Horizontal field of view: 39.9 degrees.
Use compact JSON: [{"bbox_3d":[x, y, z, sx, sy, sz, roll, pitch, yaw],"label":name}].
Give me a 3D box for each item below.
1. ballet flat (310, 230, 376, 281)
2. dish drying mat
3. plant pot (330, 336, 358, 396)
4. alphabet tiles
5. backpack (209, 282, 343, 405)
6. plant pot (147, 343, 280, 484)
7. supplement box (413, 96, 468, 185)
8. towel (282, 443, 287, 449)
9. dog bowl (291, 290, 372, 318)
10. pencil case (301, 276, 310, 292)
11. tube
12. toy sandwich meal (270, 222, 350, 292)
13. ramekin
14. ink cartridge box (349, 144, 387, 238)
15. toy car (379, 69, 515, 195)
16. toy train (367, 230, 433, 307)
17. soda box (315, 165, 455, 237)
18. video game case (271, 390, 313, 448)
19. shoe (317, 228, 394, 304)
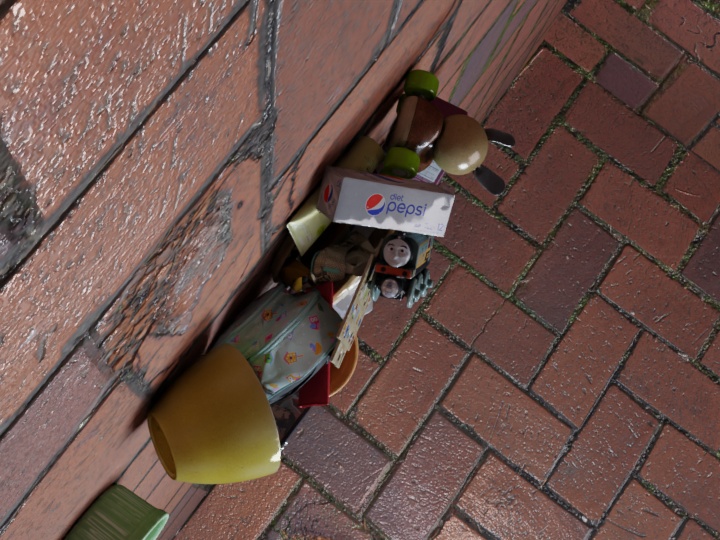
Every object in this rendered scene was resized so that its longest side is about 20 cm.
[{"bbox_3d":[-0.012,-0.016,1.559,0.200,0.074,0.069,-31,133,-69],"label":"ballet flat"},{"bbox_3d":[-0.072,0.123,1.645,0.076,0.018,0.204,-16,-114,51],"label":"dish drying mat"},{"bbox_3d":[-0.116,0.155,2.014,0.201,0.199,0.140,-53,-167,-9],"label":"plant pot"},{"bbox_3d":[-0.001,0.052,1.534,0.167,0.006,0.203,67,46,-79],"label":"alphabet tiles"},{"bbox_3d":[-0.125,0.112,1.554,0.199,0.154,0.176,-25,-166,38],"label":"backpack"},{"bbox_3d":[-0.222,0.226,1.426,0.140,0.202,0.201,-21,161,-26],"label":"plant pot"},{"bbox_3d":[0.111,-0.215,1.861,0.200,0.102,0.132,119,-5,-60],"label":"supplement box"},{"bbox_3d":[-0.247,0.331,1.826,0.197,0.049,0.171,-13,-177,-20],"label":"towel"},{"bbox_3d":[-0.066,0.065,1.837,0.197,0.060,0.200,-13,-175,1],"label":"dog bowl"},{"bbox_3d":[-0.067,-0.008,1.862,0.200,0.077,0.091,-38,150,-77],"label":"pencil case"},{"bbox_3d":[-0.039,-0.115,1.489,0.201,0.058,0.052,-51,-165,-20],"label":"tube"},{"bbox_3d":[-0.070,-0.042,1.593,0.206,0.070,0.205,-54,176,-5],"label":"toy sandwich meal"},{"bbox_3d":[-0.398,0.433,1.543,0.201,0.097,0.200,-53,176,-6],"label":"ramekin"},{"bbox_3d":[0.023,-0.097,1.777,0.201,0.047,0.199,-54,-153,20],"label":"ink cartridge box"},{"bbox_3d":[0.143,-0.194,1.568,0.158,0.197,0.167,113,-7,-73],"label":"toy car"},{"bbox_3d":[0.067,-0.013,1.537,0.200,0.084,0.116,-28,127,-74],"label":"toy train"},{"bbox_3d":[0.038,-0.101,1.456,0.063,0.197,0.069,38,-62,55],"label":"soda box"},{"bbox_3d":[-0.171,0.200,1.652,0.026,0.180,0.200,-54,177,41],"label":"video game case"},{"bbox_3d":[0.000,0.000,1.671,0.200,0.053,0.070,-43,-144,19],"label":"shoe"}]
